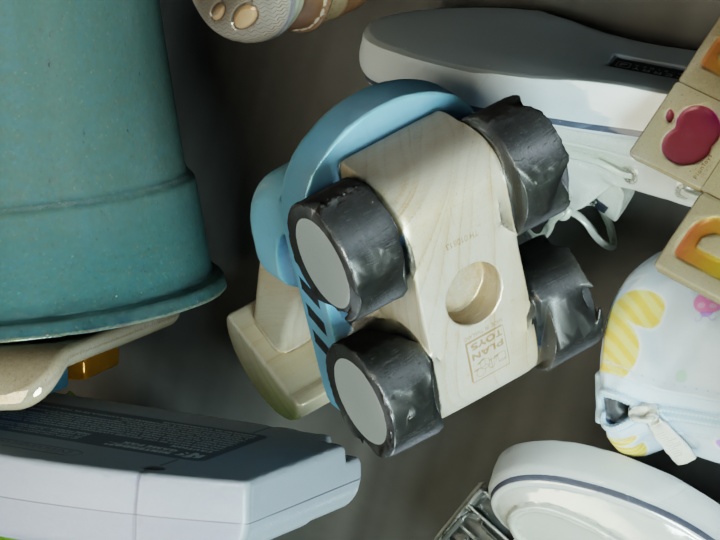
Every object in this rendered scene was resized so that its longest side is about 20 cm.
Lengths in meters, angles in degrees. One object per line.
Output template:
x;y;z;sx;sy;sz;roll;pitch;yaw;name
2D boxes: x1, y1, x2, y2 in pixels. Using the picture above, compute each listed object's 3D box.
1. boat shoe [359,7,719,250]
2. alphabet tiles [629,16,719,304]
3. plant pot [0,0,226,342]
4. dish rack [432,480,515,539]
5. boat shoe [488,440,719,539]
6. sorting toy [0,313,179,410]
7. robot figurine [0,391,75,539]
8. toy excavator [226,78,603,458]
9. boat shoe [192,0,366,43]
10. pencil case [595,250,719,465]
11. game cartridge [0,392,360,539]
0.093;-0.046;1.088;0.201;0.075;0.087;11;117;17;boat shoe
0.200;-0.042;0.979;0.199;0.006;0.167;29;80;32;alphabet tiles
-0.161;-0.083;1.159;0.199;0.200;0.198;1;100;30;plant pot
0.062;0.188;1.199;0.153;0.055;0.200;42;121;10;dish rack
0.131;0.142;1.095;0.199;0.066;0.072;35;143;-9;boat shoe
-0.186;0.035;1.174;0.184;0.200;0.037;-1;99;12;sorting toy
-0.118;0.160;1.225;0.115;0.175;0.201;-11;63;59;robot figurine
0.000;0.000;1.099;0.200;0.099;0.195;37;148;49;toy excavator
-0.049;-0.185;1.118;0.076;0.071;0.201;-29;73;50;boat shoe
0.188;0.047;1.047;0.199;0.091;0.084;10;105;27;pencil case
-0.115;0.079;1.116;0.199;0.133;0.041;7;94;23;game cartridge
